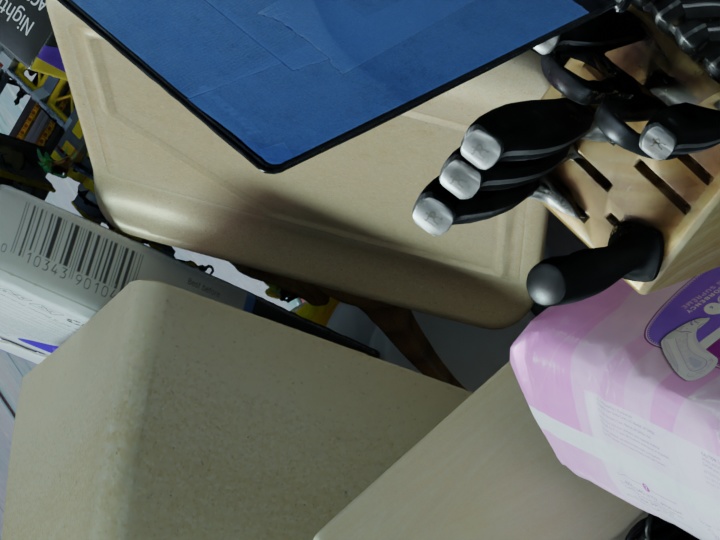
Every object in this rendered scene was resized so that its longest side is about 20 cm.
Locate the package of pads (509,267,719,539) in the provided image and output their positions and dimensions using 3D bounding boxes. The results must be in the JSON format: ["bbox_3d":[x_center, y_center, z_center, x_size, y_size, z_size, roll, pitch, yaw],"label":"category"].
[{"bbox_3d":[0.154,0.043,0.966,0.200,0.120,0.076,26,145,54],"label":"package of pads"}]

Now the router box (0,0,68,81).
[{"bbox_3d":[-0.136,-0.191,1.142,0.200,0.158,0.052,40,-166,28],"label":"router box"}]

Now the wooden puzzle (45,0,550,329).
[{"bbox_3d":[-0.017,-0.051,1.080,0.184,0.037,0.200,14,157,6],"label":"wooden puzzle"}]

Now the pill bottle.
[{"bbox_3d":[0.019,0.054,1.343,0.109,0.109,0.200,51,162,-4],"label":"pill bottle"}]

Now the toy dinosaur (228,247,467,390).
[{"bbox_3d":[0.000,0.000,1.196,0.106,0.060,0.201,25,149,53],"label":"toy dinosaur"}]

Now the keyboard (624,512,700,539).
[{"bbox_3d":[0.136,0.097,1.013,0.104,0.199,0.040,9,113,44],"label":"keyboard"}]

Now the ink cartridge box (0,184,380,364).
[{"bbox_3d":[-0.122,0.016,1.267,0.197,0.044,0.200,24,167,-31],"label":"ink cartridge box"}]

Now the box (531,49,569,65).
[{"bbox_3d":[0.035,-0.133,0.985,0.193,0.048,0.200,36,159,17],"label":"box"}]

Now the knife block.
[{"bbox_3d":[0.088,-0.033,0.886,0.064,0.175,0.200,45,162,16],"label":"knife block"}]

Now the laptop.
[{"bbox_3d":[-0.003,-0.151,0.780,0.187,0.201,0.116,40,-166,27],"label":"laptop"}]

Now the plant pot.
[{"bbox_3d":[-0.047,0.138,1.172,0.199,0.178,0.200,20,161,-15],"label":"plant pot"}]

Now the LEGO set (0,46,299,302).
[{"bbox_3d":[-0.110,-0.034,1.316,0.154,0.116,0.200,40,-165,30],"label":"LEGO set"}]

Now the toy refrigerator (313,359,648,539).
[{"bbox_3d":[0.077,0.071,1.084,0.076,0.200,0.070,45,162,13],"label":"toy refrigerator"}]
